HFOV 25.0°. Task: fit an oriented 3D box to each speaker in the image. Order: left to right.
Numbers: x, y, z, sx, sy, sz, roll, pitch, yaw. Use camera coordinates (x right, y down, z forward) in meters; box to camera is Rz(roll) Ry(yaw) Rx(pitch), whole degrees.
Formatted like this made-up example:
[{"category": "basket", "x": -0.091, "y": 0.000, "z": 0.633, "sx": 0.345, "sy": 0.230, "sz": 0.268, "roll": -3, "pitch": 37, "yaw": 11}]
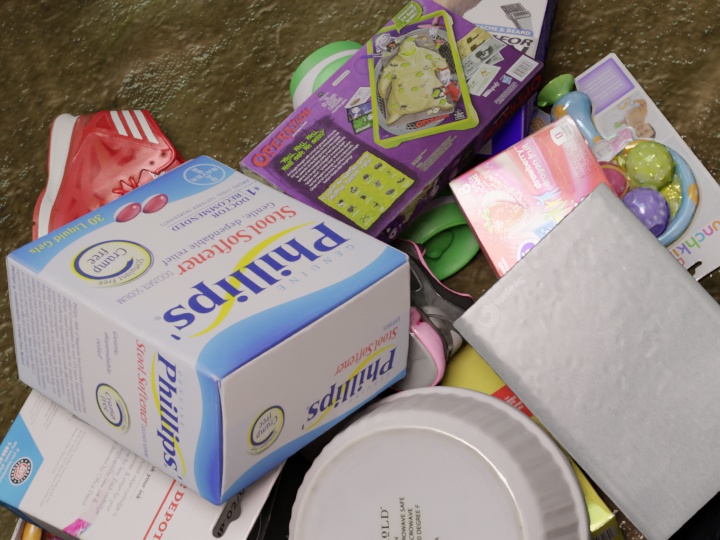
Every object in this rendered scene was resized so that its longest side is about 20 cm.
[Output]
[{"category": "speaker", "x": 0.018, "y": -0.086, "z": 1.281, "sx": 0.088, "sy": 0.089, "sz": 0.201, "roll": -32, "pitch": 60, "yaw": 1}]

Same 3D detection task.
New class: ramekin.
[{"category": "ramekin", "x": 0.045, "y": 0.177, "z": 1.062, "sx": 0.200, "sy": 0.094, "sz": 0.205, "roll": -1, "pitch": 87, "yaw": 18}]

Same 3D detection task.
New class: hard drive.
[{"category": "hard drive", "x": 0.177, "y": 0.061, "z": 1.080, "sx": 0.139, "sy": 0.033, "sz": 0.200, "roll": -43, "pitch": 82, "yaw": 1}]

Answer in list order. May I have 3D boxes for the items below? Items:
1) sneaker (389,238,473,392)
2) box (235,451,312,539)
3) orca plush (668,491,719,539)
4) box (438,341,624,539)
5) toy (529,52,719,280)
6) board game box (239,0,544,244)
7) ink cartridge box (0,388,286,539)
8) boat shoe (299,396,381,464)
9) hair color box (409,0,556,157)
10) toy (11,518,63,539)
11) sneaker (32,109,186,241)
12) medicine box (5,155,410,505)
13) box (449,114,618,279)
[{"category": "sneaker", "x": 0.000, "y": 0.000, "z": 1.162, "sx": 0.200, "sy": 0.079, "sz": 0.095, "roll": 40, "pitch": 51, "yaw": 16}, {"category": "box", "x": -0.121, "y": 0.222, "z": 1.157, "sx": 0.147, "sy": 0.124, "sz": 0.202, "roll": 8, "pitch": 69, "yaw": 22}, {"category": "orca plush", "x": 0.270, "y": 0.164, "z": 1.088, "sx": 0.200, "sy": 0.071, "sz": 0.105, "roll": -44, "pitch": 61, "yaw": -6}, {"category": "box", "x": 0.111, "y": 0.120, "z": 1.160, "sx": 0.050, "sy": 0.075, "sz": 0.201, "roll": -33, "pitch": 59, "yaw": -1}, {"category": "toy", "x": 0.197, "y": -0.073, "z": 1.238, "sx": 0.115, "sy": 0.047, "sz": 0.201, "roll": -34, "pitch": 60, "yaw": 2}, {"category": "board game box", "x": 0.024, "y": -0.104, "z": 1.151, "sx": 0.120, "sy": 0.032, "sz": 0.200, "roll": 36, "pitch": 66, "yaw": 21}, {"category": "ink cartridge box", "x": -0.141, "y": 0.142, "z": 1.092, "sx": 0.199, "sy": 0.068, "sz": 0.116, "roll": 20, "pitch": 71, "yaw": 26}, {"category": "boat shoe", "x": -0.060, "y": 0.099, "z": 1.181, "sx": 0.198, "sy": 0.066, "sz": 0.073, "roll": 21, "pitch": 81, "yaw": -11}, {"category": "hair color box", "x": 0.089, "y": -0.176, "z": 1.267, "sx": 0.108, "sy": 0.065, "sz": 0.201, "roll": 6, "pitch": 44, "yaw": 10}, {"category": "toy", "x": -0.213, "y": 0.181, "z": 1.207, "sx": 0.047, "sy": 0.115, "sz": 0.202, "roll": 8, "pitch": 67, "yaw": 11}, {"category": "sneaker", "x": -0.201, "y": -0.053, "z": 1.342, "sx": 0.114, "sy": 0.078, "sz": 0.202, "roll": -11, "pitch": 64, "yaw": 14}, {"category": "medicine box", "x": -0.097, "y": 0.031, "z": 1.063, "sx": 0.199, "sy": 0.104, "sz": 0.182, "roll": 25, "pitch": 40, "yaw": 33}, {"category": "box", "x": 0.153, "y": 0.006, "z": 1.152, "sx": 0.102, "sy": 0.095, "sz": 0.201, "roll": -30, "pitch": 82, "yaw": 3}]
